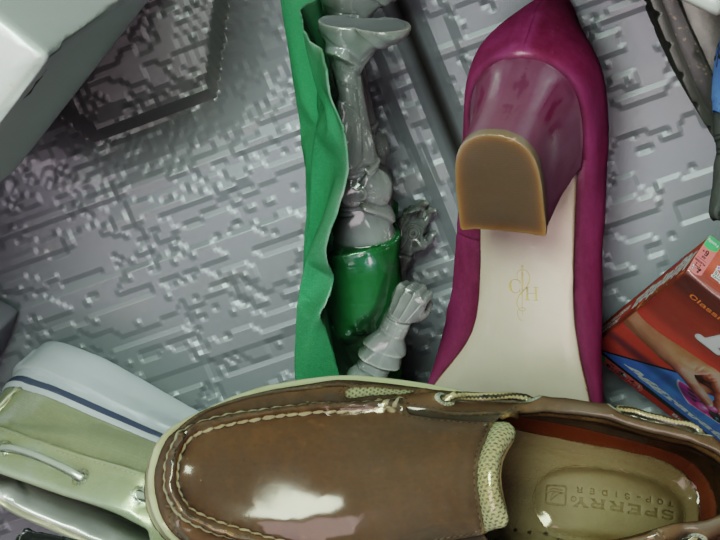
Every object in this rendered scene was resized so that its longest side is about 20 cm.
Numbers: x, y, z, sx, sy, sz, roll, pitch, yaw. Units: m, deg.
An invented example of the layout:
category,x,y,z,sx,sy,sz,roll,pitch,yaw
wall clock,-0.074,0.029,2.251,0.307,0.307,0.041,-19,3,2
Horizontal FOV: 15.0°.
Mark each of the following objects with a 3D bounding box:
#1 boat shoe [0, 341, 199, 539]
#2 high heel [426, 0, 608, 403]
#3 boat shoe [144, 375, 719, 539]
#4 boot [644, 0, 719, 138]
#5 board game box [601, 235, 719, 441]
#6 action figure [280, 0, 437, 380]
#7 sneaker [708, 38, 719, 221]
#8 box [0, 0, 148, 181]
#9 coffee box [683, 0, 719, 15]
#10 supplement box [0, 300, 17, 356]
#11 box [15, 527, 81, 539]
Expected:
category,x,y,z,sx,sy,sz,roll,pitch,yaw
boat shoe,-0.053,0.093,0.989,0.200,0.062,0.072,23,153,24
high heel,0.065,0.003,0.979,0.067,0.096,0.200,12,131,12
boat shoe,0.032,0.066,0.904,0.202,0.075,0.075,1,75,-13
boot,0.183,-0.067,0.923,0.131,0.068,0.200,-31,101,9
board game box,0.177,0.069,0.946,0.200,0.103,0.019,37,66,-1
action figure,0.000,0.000,0.964,0.055,0.118,0.200,-1,116,2
sneaker,0.208,-0.032,0.859,0.200,0.077,0.111,7,89,0
box,-0.189,-0.114,0.930,0.200,0.152,0.106,40,111,-2
coffee box,0.069,-0.225,0.814,0.198,0.200,0.200,25,111,4
supplement box,-0.240,0.009,1.004,0.200,0.109,0.061,29,113,3
box,-0.034,0.169,0.960,0.163,0.200,0.086,10,72,8
